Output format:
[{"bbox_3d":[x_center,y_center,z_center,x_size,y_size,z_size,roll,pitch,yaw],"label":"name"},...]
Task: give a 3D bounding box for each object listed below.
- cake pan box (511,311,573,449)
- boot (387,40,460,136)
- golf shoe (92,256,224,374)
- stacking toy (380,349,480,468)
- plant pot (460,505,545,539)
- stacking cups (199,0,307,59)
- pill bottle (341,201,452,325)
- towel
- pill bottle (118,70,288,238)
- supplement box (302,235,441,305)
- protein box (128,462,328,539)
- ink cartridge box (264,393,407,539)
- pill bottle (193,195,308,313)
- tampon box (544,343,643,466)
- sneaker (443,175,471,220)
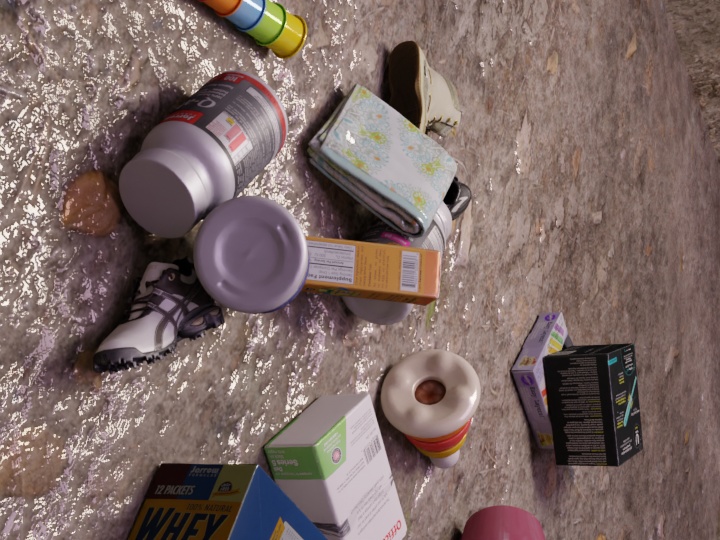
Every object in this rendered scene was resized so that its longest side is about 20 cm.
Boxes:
[{"bbox_3d":[0.359,0.205,2.050,0.200,0.052,0.186,-51,129,-49],"label":"cake pan box"},{"bbox_3d":[0.099,-0.235,1.690,0.154,0.071,0.203,29,60,-56],"label":"boot"},{"bbox_3d":[-0.221,0.044,1.123,0.200,0.077,0.096,-35,111,-66],"label":"golf shoe"},{"bbox_3d":[0.114,0.227,1.609,0.201,0.144,0.147,75,28,-49],"label":"stacking toy"},{"bbox_3d":[0.220,0.471,1.661,0.180,0.197,0.201,-80,147,-52],"label":"plant pot"},{"bbox_3d":[-0.148,-0.320,1.320,0.199,0.060,0.062,19,69,-52],"label":"stacking cups"},{"bbox_3d":[0.054,-0.024,1.534,0.201,0.115,0.117,-56,130,-47],"label":"pill bottle"},{"bbox_3d":[0.035,-0.156,1.507,0.199,0.048,0.172,38,46,-7],"label":"towel"},{"bbox_3d":[-0.170,-0.128,1.188,0.200,0.114,0.117,-54,129,-48],"label":"pill bottle"},{"bbox_3d":[0.000,0.000,1.381,0.197,0.067,0.070,8,78,-12],"label":"supplement box"},{"bbox_3d":[-0.141,0.339,1.132,0.201,0.133,0.200,55,42,-38],"label":"protein box"},{"bbox_3d":[-0.027,0.279,1.377,0.145,0.083,0.203,-35,114,-54],"label":"ink cartridge box"},{"bbox_3d":[-0.115,-0.012,1.192,0.200,0.118,0.122,114,-29,-87],"label":"pill bottle"},{"bbox_3d":[0.431,0.245,1.994,0.149,0.125,0.203,-7,92,-58],"label":"tampon box"},{"bbox_3d":[0.129,-0.112,1.700,0.199,0.083,0.078,-8,92,-58],"label":"sneaker"}]
